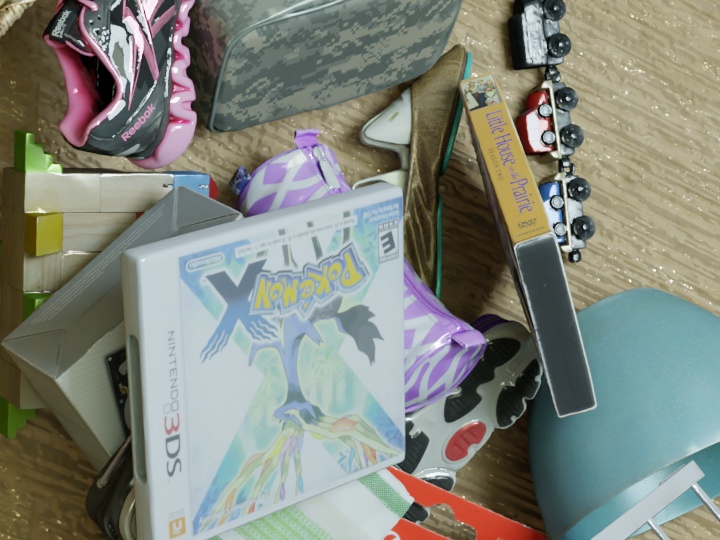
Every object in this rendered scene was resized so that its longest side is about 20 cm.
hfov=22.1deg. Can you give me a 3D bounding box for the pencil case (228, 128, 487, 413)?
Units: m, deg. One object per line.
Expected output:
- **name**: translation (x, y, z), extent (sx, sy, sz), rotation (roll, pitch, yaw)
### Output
- **pencil case**: translation (0.000, 0.000, 1.224), extent (0.084, 0.086, 0.200), rotation (-10, 55, -51)

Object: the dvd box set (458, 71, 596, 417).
- **dvd box set**: translation (0.109, -0.021, 1.216), extent (0.029, 0.200, 0.146), rotation (-16, 127, 3)

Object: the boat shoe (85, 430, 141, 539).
- **boat shoe**: translation (-0.096, 0.076, 1.105), extent (0.200, 0.057, 0.067), rotation (-56, 134, -15)

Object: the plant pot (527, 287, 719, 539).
- **plant pot**: translation (0.196, 0.092, 1.284), extent (0.200, 0.200, 0.135), rotation (-19, 68, -19)

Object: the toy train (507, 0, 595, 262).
- **toy train**: translation (0.136, -0.104, 1.342), extent (0.046, 0.034, 0.200), rotation (-7, 89, -15)

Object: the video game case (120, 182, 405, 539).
- **video game case**: translation (-0.051, 0.055, 1.084), extent (0.200, 0.022, 0.182), rotation (-17, 114, -40)

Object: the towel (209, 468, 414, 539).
- **towel**: translation (-0.075, 0.175, 1.167), extent (0.200, 0.031, 0.149), rotation (-46, 123, -6)

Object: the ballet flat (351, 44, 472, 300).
- **ballet flat**: translation (0.031, -0.065, 1.295), extent (0.072, 0.068, 0.200), rotation (8, 89, -4)

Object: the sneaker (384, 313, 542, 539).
- **sneaker**: translation (0.042, 0.109, 1.281), extent (0.200, 0.083, 0.081), rotation (-40, 111, 0)

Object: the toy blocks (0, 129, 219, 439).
- **toy blocks**: translation (-0.163, 0.009, 1.210), extent (0.137, 0.100, 0.200), rotation (-1, 98, -27)

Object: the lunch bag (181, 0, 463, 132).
- **lunch bag**: translation (-0.052, -0.206, 1.234), extent (0.200, 0.139, 0.168), rotation (-21, 65, -19)

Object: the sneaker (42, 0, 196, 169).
- **sneaker**: translation (-0.152, -0.162, 1.128), extent (0.095, 0.079, 0.200), rotation (-5, 93, -49)

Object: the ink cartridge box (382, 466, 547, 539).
- **ink cartridge box**: translation (0.021, 0.244, 1.245), extent (0.162, 0.050, 0.200), rotation (26, 101, -16)

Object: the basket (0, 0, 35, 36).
- **basket**: translation (-0.300, -0.195, 1.115), extent (0.200, 0.149, 0.143), rotation (-51, 139, -14)

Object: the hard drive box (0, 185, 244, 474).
- **hard drive box**: translation (-0.106, 0.074, 1.175), extent (0.156, 0.077, 0.200), rotation (-44, 128, -18)

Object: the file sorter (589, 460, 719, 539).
- **file sorter**: translation (0.154, 0.241, 1.161), extent (0.200, 0.139, 0.125), rotation (-30, 75, -35)
